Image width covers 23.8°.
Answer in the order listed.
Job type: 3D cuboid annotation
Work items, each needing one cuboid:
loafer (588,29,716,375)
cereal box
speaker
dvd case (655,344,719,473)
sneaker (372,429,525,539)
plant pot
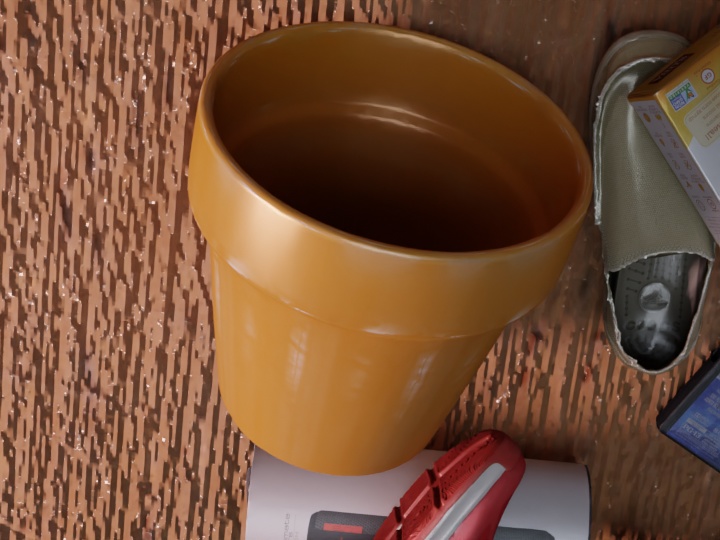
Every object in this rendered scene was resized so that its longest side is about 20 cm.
[{"bbox_3d":[0.165,-0.030,0.933,0.075,0.068,0.201,-6,112,3],"label":"loafer"},{"bbox_3d":[0.251,-0.051,0.904,0.144,0.040,0.200,-38,103,-12],"label":"cereal box"},{"bbox_3d":[0.031,0.143,1.001,0.199,0.081,0.082,6,112,-1],"label":"speaker"},{"bbox_3d":[0.288,0.055,0.994,0.142,0.018,0.200,34,110,-11],"label":"dvd case"},{"bbox_3d":[0.052,0.190,0.932,0.115,0.078,0.200,36,103,-7],"label":"sneaker"},{"bbox_3d":[0.000,0.000,0.895,0.199,0.201,0.184,13,128,-4],"label":"plant pot"}]
